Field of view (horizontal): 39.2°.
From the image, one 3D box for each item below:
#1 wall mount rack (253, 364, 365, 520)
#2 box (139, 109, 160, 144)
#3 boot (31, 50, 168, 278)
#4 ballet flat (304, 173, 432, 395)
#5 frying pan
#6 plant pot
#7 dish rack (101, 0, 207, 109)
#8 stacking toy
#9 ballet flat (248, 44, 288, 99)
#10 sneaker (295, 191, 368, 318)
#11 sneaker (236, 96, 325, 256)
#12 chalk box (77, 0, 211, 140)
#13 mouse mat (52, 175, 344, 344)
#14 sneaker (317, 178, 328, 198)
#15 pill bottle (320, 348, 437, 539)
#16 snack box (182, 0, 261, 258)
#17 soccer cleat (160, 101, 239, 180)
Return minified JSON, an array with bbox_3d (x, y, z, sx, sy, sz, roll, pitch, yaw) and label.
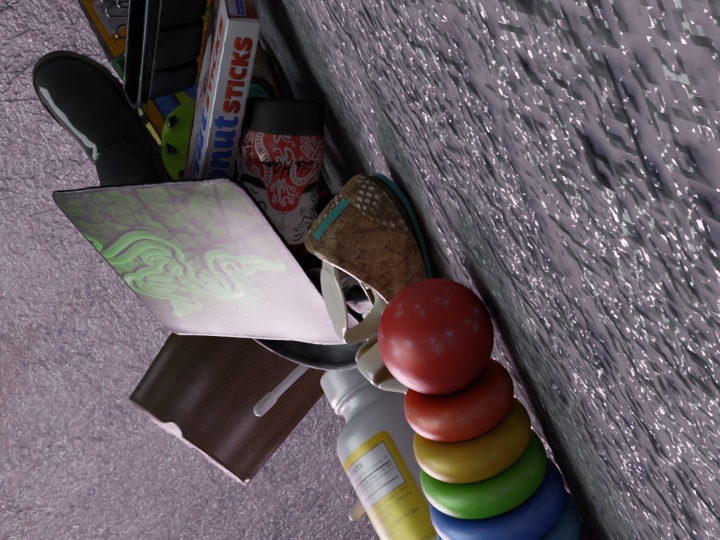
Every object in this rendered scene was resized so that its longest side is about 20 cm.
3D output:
[{"bbox_3d":[0.001,0.111,0.876,0.200,0.075,0.174,47,-156,-2],"label":"wall mount rack"},{"bbox_3d":[-0.179,-0.101,1.091,0.200,0.050,0.075,44,-168,-29],"label":"box"},{"bbox_3d":[-0.204,-0.087,0.834,0.182,0.073,0.200,46,-168,-26],"label":"boot"},{"bbox_3d":[0.018,0.029,0.594,0.071,0.065,0.200,42,165,48],"label":"ballet flat"},{"bbox_3d":[-0.031,0.019,0.709,0.115,0.031,0.190,29,147,-6],"label":"frying pan"},{"bbox_3d":[-0.121,0.098,1.047,0.200,0.198,0.200,34,165,11],"label":"plant pot"},{"bbox_3d":[-0.156,-0.232,0.701,0.200,0.054,0.153,63,151,28],"label":"dish rack"},{"bbox_3d":[0.062,0.093,0.499,0.085,0.085,0.200,-126,15,-64],"label":"stacking toy"},{"bbox_3d":[-0.080,-0.130,0.910,0.200,0.068,0.067,77,-176,-59],"label":"ballet flat"},{"bbox_3d":[0.000,0.000,0.802,0.115,0.076,0.200,45,176,-12],"label":"sneaker"},{"bbox_3d":[-0.068,-0.070,0.743,0.201,0.067,0.108,-145,60,-76],"label":"sneaker"},{"bbox_3d":[-0.158,-0.193,0.958,0.125,0.124,0.200,58,176,34],"label":"chalk box"},{"bbox_3d":[-0.115,-0.003,0.716,0.200,0.008,0.161,1,138,40],"label":"mouse mat"},{"bbox_3d":[-0.083,-0.086,1.078,0.096,0.079,0.200,62,177,18],"label":"sneaker"},{"bbox_3d":[0.050,0.152,0.776,0.200,0.111,0.111,61,177,19],"label":"pill bottle"},{"bbox_3d":[-0.098,-0.103,0.689,0.072,0.024,0.200,-105,25,-43],"label":"snack box"},{"bbox_3d":[-0.115,-0.053,0.827,0.081,0.067,0.200,87,161,-58],"label":"soccer cleat"}]
